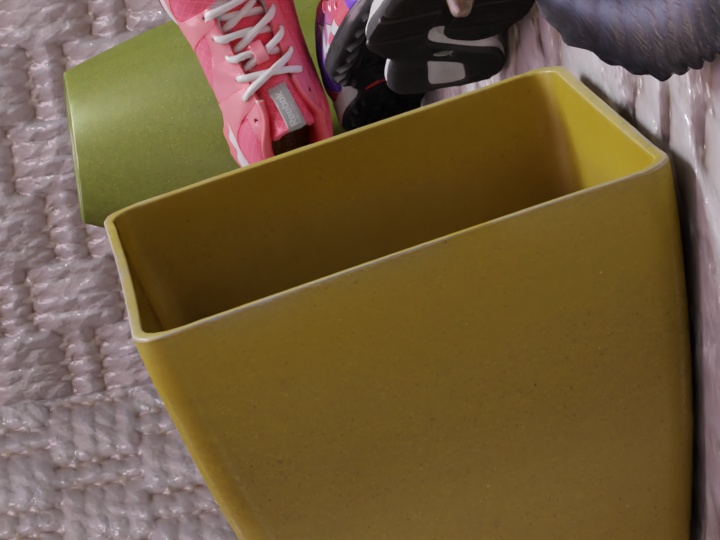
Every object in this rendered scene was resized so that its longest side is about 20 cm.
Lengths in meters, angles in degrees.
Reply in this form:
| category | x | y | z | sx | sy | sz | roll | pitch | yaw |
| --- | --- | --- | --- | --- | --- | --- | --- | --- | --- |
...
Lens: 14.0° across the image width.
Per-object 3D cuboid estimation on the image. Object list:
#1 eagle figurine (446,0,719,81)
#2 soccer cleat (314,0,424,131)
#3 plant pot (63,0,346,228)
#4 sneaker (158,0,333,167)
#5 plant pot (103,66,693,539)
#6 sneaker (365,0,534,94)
| category | x | y | z | sx | sy | sz | roll | pitch | yaw |
| --- | --- | --- | --- | --- | --- | --- | --- | --- | --- |
| eagle figurine | 0.066 | -0.153 | 0.912 | 0.152 | 0.151 | 0.200 | -57 | -21 | 10 |
| soccer cleat | 0.002 | -0.135 | 1.588 | 0.200 | 0.068 | 0.073 | 94 | 152 | -76 |
| plant pot | -0.075 | -0.085 | 1.772 | 0.187 | 0.200 | 0.187 | 172 | 90 | -84 |
| sneaker | -0.051 | -0.116 | 1.608 | 0.087 | 0.074 | 0.200 | 53 | 170 | 53 |
| plant pot | 0.028 | 0.049 | 1.136 | 0.200 | 0.200 | 0.176 | -121 | 12 | -74 |
| sneaker | 0.029 | -0.156 | 1.317 | 0.201 | 0.076 | 0.115 | 104 | 156 | -80 |
